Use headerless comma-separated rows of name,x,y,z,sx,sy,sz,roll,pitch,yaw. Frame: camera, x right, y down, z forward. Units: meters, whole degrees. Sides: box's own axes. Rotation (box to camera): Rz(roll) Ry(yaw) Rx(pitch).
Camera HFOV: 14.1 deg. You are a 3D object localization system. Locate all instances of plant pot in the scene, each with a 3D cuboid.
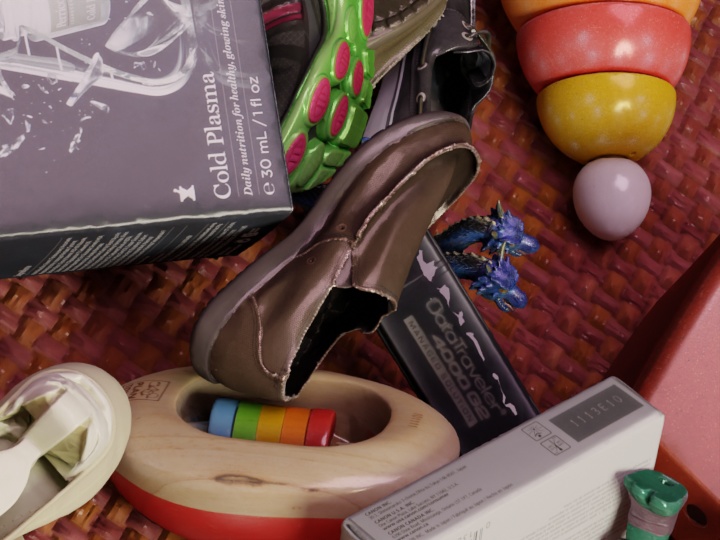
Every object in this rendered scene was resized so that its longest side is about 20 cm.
plant pot,0.223,0.101,1.642,0.200,0.200,0.176,44,59,6

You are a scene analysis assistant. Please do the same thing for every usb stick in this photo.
usb stick,0.048,0.046,1.611,0.055,0.033,0.201,-32,91,-4

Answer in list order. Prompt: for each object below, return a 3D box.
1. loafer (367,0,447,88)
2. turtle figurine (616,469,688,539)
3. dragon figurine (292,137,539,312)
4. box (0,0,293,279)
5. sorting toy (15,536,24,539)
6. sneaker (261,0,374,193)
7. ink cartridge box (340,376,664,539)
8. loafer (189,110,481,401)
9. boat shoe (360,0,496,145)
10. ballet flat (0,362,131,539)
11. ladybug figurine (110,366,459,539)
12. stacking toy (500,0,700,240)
loafer,-0.021,-0.132,1.718,0.200,0.068,0.076,-39,72,-24
turtle figurine,0.144,0.213,1.537,0.149,0.201,0.101,21,15,-13
dragon figurine,0.007,-0.033,1.666,0.199,0.100,0.059,33,48,-4
box,-0.157,-0.105,1.557,0.196,0.124,0.201,-7,81,-19
sorting toy,-0.244,0.149,1.419,0.199,0.070,0.199,-12,64,-34
sneaker,-0.039,-0.129,1.645,0.083,0.077,0.201,-5,59,21
ink cartridge box,0.068,0.167,1.523,0.199,0.174,0.044,-25,48,-35
loafer,0.000,0.000,1.538,0.071,0.073,0.200,37,74,27
boat shoe,0.051,-0.118,1.755,0.070,0.066,0.201,55,38,-36
ballet flat,-0.163,0.093,1.416,0.069,0.070,0.200,41,42,3
ladybug figurine,-0.048,0.103,1.528,0.199,0.072,0.136,7,24,10
stacking toy,0.150,-0.115,1.811,0.145,0.146,0.201,8,74,-24
